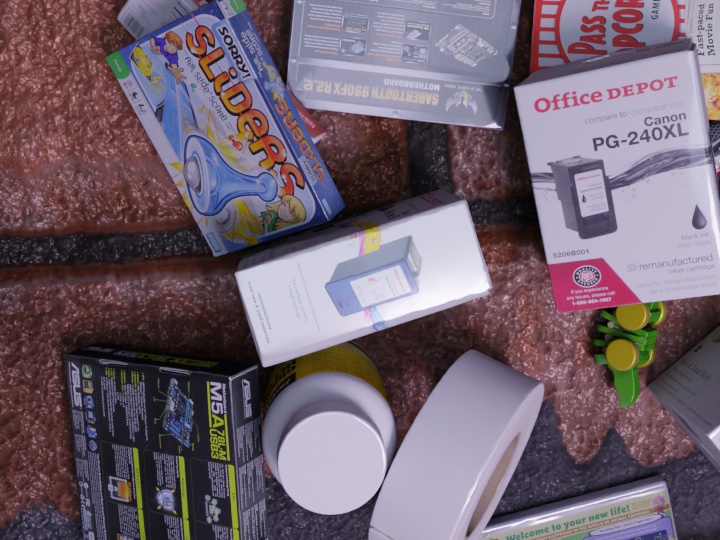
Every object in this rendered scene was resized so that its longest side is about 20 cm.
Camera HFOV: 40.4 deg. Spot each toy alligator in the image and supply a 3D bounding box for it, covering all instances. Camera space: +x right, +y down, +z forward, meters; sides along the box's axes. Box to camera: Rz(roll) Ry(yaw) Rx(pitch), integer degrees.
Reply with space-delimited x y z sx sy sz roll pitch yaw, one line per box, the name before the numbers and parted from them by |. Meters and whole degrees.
toy alligator | 0.257 0.029 0.925 0.054 0.059 0.200 18 101 34

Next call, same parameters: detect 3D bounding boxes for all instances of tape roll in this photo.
tape roll | 0.086 0.174 0.858 0.071 0.202 0.203 26 98 18

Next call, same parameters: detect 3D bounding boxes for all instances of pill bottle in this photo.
pill bottle | -0.029 0.130 0.846 0.112 0.200 0.113 -1 100 -4

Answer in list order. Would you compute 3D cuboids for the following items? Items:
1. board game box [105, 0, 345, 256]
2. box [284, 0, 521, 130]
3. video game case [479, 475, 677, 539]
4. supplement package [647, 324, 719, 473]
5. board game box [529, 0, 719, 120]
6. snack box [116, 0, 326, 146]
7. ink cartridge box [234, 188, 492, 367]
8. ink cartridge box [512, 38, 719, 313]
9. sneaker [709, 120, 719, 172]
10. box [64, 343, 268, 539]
board game box | -0.115 -0.119 0.835 0.135 0.034 0.200 -16 110 34
box | 0.038 -0.213 0.866 0.200 0.048 0.158 5 101 -5
video game case | 0.227 0.316 0.989 0.200 0.022 0.182 -14 101 -1
supplement package | 0.408 0.115 0.898 0.200 0.152 0.151 -41 100 4
board game box | 0.250 -0.210 0.840 0.200 0.046 0.152 6 106 19
snack box | -0.121 -0.169 0.848 0.200 0.024 0.072 47 132 -5
ink cartridge box | 0.000 0.000 0.852 0.200 0.145 0.088 -16 99 0
ink cartridge box | 0.219 -0.078 0.817 0.145 0.083 0.200 -9 104 23
sneaker | 0.270 -0.105 0.886 0.200 0.081 0.075 -34 99 3
box | -0.174 0.173 0.875 0.193 0.048 0.200 2 101 27
